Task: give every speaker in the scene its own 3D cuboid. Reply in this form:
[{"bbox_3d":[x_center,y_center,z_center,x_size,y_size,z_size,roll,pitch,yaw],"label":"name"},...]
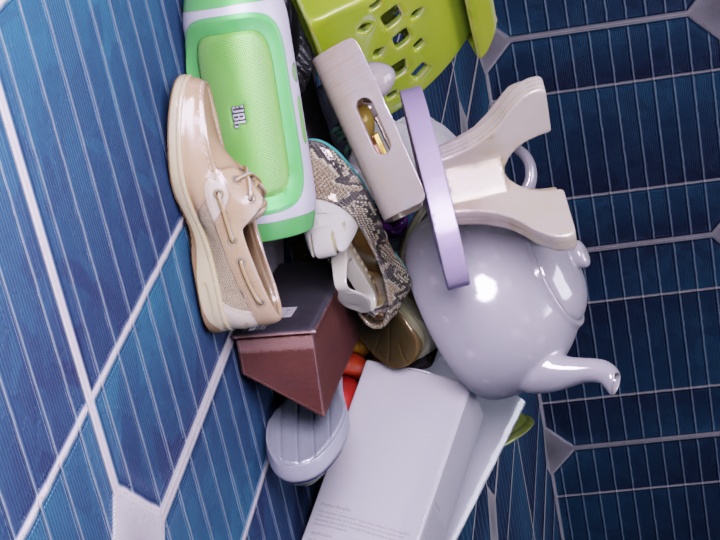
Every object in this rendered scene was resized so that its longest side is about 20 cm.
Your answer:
[{"bbox_3d":[-0.088,-0.127,1.333,0.088,0.087,0.202,-51,133,-75],"label":"speaker"}]

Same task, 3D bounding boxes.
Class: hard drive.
[{"bbox_3d":[0.064,0.180,1.642,0.201,0.131,0.026,-60,-173,-23],"label":"hard drive"}]

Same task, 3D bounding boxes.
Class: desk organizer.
[{"bbox_3d":[-0.051,0.057,1.457,0.200,0.071,0.078,-63,147,-70],"label":"desk organizer"}]

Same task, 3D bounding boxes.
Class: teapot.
[{"bbox_3d":[0.141,0.009,1.536,0.201,0.145,0.198,54,20,-24],"label":"teapot"}]

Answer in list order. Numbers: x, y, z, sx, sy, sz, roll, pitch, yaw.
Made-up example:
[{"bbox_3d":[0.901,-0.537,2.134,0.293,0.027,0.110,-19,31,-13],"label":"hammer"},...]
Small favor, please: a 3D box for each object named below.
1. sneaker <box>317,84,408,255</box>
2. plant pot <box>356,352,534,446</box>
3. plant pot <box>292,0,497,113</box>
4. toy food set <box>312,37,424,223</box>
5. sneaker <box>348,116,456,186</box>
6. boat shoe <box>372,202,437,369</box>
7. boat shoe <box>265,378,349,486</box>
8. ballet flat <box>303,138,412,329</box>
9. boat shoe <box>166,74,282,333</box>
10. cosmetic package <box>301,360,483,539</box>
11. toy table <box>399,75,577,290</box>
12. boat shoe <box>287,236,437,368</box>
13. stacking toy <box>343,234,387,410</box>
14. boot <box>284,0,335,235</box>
[{"bbox_3d":[0.007,-0.114,1.710,0.088,0.074,0.202,110,-43,-72],"label":"sneaker"},{"bbox_3d":[0.060,0.104,1.764,0.200,0.198,0.192,-32,103,-78],"label":"plant pot"},{"bbox_3d":[0.019,-0.284,1.591,0.200,0.180,0.200,68,-2,-61],"label":"plant pot"},{"bbox_3d":[0.019,-0.118,1.428,0.200,0.060,0.145,-12,77,-87],"label":"toy food set"},{"bbox_3d":[0.053,-0.104,1.616,0.200,0.088,0.076,-33,146,-57],"label":"sneaker"},{"bbox_3d":[0.069,0.019,1.652,0.073,0.064,0.202,57,43,-49],"label":"boat shoe"},{"bbox_3d":[-0.039,0.138,1.472,0.200,0.071,0.063,-77,160,-64],"label":"boat shoe"},{"bbox_3d":[-0.011,-0.020,1.419,0.201,0.067,0.076,60,40,-43],"label":"ballet flat"},{"bbox_3d":[-0.101,-0.053,1.277,0.071,0.064,0.202,-66,148,-69],"label":"boat shoe"},{"bbox_3d":[0.031,0.194,1.545,0.081,0.112,0.201,67,41,-57],"label":"cosmetic package"},{"bbox_3d":[0.107,-0.083,1.413,0.184,0.116,0.202,73,5,-61],"label":"toy table"},{"bbox_3d":[0.002,-0.001,1.572,0.201,0.073,0.063,51,36,13],"label":"boat shoe"},{"bbox_3d":[-0.017,0.055,1.623,0.085,0.084,0.202,53,36,-68],"label":"stacking toy"},{"bbox_3d":[-0.073,-0.150,1.434,0.158,0.079,0.213,73,3,-69],"label":"boot"}]
